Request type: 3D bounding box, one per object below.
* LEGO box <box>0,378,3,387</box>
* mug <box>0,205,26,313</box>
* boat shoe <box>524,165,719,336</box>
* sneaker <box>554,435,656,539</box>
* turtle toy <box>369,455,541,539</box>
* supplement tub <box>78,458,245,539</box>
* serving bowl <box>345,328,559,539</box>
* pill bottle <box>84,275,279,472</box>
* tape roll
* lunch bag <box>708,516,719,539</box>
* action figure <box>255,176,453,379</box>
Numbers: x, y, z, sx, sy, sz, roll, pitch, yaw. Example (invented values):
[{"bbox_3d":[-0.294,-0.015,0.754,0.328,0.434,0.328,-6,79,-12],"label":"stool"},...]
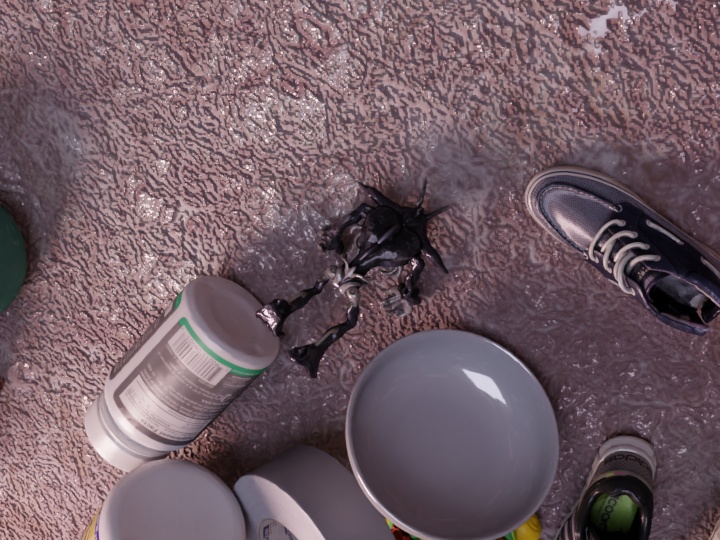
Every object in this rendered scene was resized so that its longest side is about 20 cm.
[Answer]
[{"bbox_3d":[-0.494,0.207,1.153,0.077,0.149,0.200,31,113,5],"label":"LEGO box"},{"bbox_3d":[-0.438,-0.016,1.079,0.185,0.114,0.152,15,113,12],"label":"mug"},{"bbox_3d":[0.229,-0.020,0.894,0.200,0.093,0.075,28,114,5],"label":"boat shoe"},{"bbox_3d":[0.227,0.257,0.993,0.074,0.087,0.200,19,113,9],"label":"sneaker"},{"bbox_3d":[0.073,0.249,1.028,0.146,0.101,0.200,-39,95,24],"label":"turtle toy"},{"bbox_3d":[-0.215,0.294,1.079,0.145,0.145,0.200,39,138,0],"label":"supplement tub"},{"bbox_3d":[0.079,0.158,0.969,0.200,0.200,0.066,33,151,3],"label":"serving bowl"},{"bbox_3d":[-0.182,0.108,1.047,0.113,0.113,0.200,45,115,-2],"label":"pill bottle"},{"bbox_3d":[-0.044,0.276,1.036,0.200,0.066,0.200,33,135,39],"label":"tape roll"},{"bbox_3d":[0.396,0.253,0.923,0.168,0.139,0.200,28,114,23],"label":"lunch bag"},{"bbox_3d":[0.000,0.000,0.968,0.200,0.102,0.119,-42,85,-2],"label":"action figure"}]
